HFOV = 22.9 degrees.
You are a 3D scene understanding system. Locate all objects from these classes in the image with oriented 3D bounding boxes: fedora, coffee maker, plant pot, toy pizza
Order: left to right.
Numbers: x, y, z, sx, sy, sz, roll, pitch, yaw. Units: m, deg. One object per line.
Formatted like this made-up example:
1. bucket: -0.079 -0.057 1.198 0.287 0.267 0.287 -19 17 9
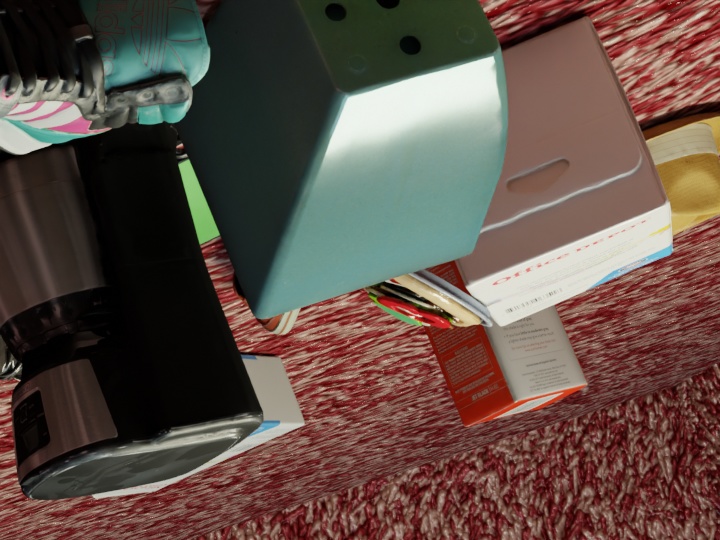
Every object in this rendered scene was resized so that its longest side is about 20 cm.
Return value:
1. coffee maker: -0.131 0.018 1.041 0.192 0.200 0.135 -16 167 -14
2. plant pot: -0.006 -0.092 0.952 0.141 0.141 0.200 -18 160 -17
3. toy pizza: 0.000 0.000 1.249 0.032 0.200 0.200 -63 167 -3
4. fedora: 0.274 -0.073 1.610 0.201 0.082 0.201 -20 167 -5

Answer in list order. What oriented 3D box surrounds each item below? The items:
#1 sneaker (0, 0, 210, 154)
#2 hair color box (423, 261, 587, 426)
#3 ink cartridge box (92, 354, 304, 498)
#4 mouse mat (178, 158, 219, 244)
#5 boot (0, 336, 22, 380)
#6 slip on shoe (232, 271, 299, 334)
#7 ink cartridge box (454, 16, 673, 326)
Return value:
1. sneaker: -0.132 -0.101 0.800 0.121 0.084 0.200 -18 176 8
2. hair color box: 0.097 0.017 1.427 0.102 0.200 0.061 -7 162 -48
3. ink cartridge box: -0.183 0.163 1.868 0.200 0.085 0.145 -26 166 18
4. mouse mat: -0.108 -0.052 1.247 0.161 0.008 0.200 -25 166 16
5. boot: -0.222 0.058 1.119 0.069 0.200 0.174 -45 167 17
6. slip on shoe: -0.073 0.007 1.449 0.061 0.074 0.200 15 170 -3
7. ink cartridge box: 0.127 -0.064 1.256 0.147 0.145 0.200 -23 168 5
